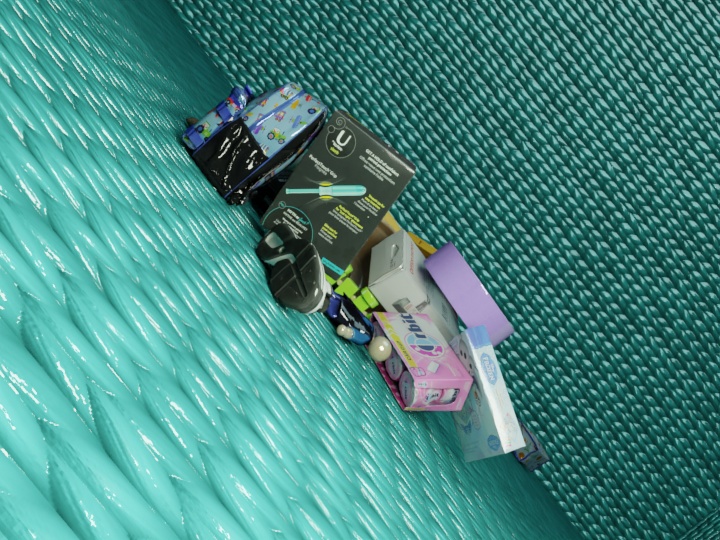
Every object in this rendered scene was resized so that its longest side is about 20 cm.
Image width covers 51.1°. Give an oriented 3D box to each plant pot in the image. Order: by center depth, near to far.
[{"bbox_3d":[0.000,0.000,1.494,0.092,0.202,0.202,-14,-54,45],"label":"plant pot"}]

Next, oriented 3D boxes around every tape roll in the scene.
[{"bbox_3d":[0.196,0.046,1.366,0.202,0.065,0.200,54,6,-8],"label":"tape roll"}]

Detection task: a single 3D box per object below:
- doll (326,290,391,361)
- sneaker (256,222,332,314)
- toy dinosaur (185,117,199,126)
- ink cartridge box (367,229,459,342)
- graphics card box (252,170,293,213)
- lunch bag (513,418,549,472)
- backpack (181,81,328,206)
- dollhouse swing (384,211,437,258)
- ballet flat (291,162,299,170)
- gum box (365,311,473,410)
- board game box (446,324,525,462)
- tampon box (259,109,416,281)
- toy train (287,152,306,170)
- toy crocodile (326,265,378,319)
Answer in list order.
[{"bbox_3d":[-0.025,0.067,1.175,0.201,0.048,0.137,49,11,-11],"label":"doll"},{"bbox_3d":[-0.062,0.018,0.973,0.116,0.075,0.201,47,3,-31],"label":"sneaker"},{"bbox_3d":[-0.184,-0.227,1.256,0.135,0.196,0.088,8,73,-62],"label":"toy dinosaur"},{"bbox_3d":[0.102,0.045,1.427,0.201,0.084,0.147,53,21,-24],"label":"ink cartridge box"},{"bbox_3d":[-0.100,-0.097,1.320,0.200,0.051,0.125,47,29,21],"label":"graphics card box"},{"bbox_3d":[0.683,0.722,3.172,0.170,0.123,0.202,46,14,-50],"label":"lunch bag"},{"bbox_3d":[-0.148,-0.208,1.124,0.135,0.199,0.183,50,4,-8],"label":"backpack"},{"bbox_3d":[0.073,-0.004,1.666,0.181,0.200,0.177,36,-13,42],"label":"dollhouse swing"},{"bbox_3d":[-0.059,-0.135,1.407,0.199,0.071,0.071,40,0,20],"label":"ballet flat"},{"bbox_3d":[0.095,0.154,1.271,0.111,0.067,0.201,4,30,-26],"label":"gum box"},{"bbox_3d":[0.195,0.215,1.280,0.200,0.043,0.203,121,-45,-70],"label":"board game box"},{"bbox_3d":[-0.030,-0.117,1.141,0.149,0.201,0.126,36,12,-4],"label":"tampon box"},{"bbox_3d":[-0.169,-0.220,1.512,0.197,0.086,0.114,25,-9,7],"label":"toy train"},{"bbox_3d":[-0.027,0.031,1.366,0.201,0.067,0.062,54,3,3],"label":"toy crocodile"}]
